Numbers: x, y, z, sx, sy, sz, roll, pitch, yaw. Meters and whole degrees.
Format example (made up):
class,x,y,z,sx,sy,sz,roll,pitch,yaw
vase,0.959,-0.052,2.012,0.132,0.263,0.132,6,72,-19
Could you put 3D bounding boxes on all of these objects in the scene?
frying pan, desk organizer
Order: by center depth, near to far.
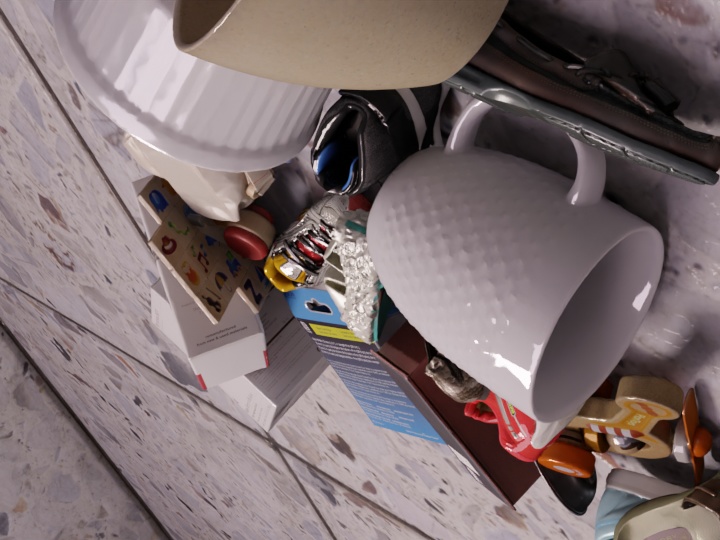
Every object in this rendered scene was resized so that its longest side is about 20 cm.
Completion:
class,x,y,z,sx,sy,sz,roll,pitch,yaw
frying pan,0.165,0.125,1.018,0.114,0.031,0.192,27,-140,-54
desk organizer,0.104,0.125,1.071,0.201,0.077,0.072,52,169,-29

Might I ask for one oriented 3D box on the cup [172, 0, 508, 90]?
class,x,y,z,sx,sy,sz,roll,pitch,yaw
cup,0.004,-0.180,0.629,0.142,0.203,0.199,25,166,-25

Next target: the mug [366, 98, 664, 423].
class,x,y,z,sx,sy,sz,roll,pitch,yaw
mug,0.100,-0.028,0.772,0.174,0.147,0.203,34,126,31

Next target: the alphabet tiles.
class,x,y,z,sx,sy,sz,roll,pitch,yaw
alphabet tiles,-0.143,-0.037,1.122,0.007,0.201,0.168,-28,110,25

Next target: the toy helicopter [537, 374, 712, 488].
class,x,y,z,sx,sy,sz,roll,pitch,yaw
toy helicopter,0.214,0.117,0.868,0.130,0.080,0.200,17,164,8

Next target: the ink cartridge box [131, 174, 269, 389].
class,x,y,z,sx,sy,sz,roll,pitch,yaw
ink cartridge box,-0.168,0.006,1.208,0.147,0.082,0.203,96,154,-72

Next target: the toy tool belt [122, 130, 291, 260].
class,x,y,z,sx,sy,sz,roll,pitch,yaw
toy tool belt,-0.116,-0.114,1.038,0.123,0.124,0.200,11,153,35

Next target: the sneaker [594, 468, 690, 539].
class,x,y,z,sx,sy,sz,roll,pitch,yaw
sneaker,0.273,0.225,0.925,0.073,0.083,0.199,30,167,-32

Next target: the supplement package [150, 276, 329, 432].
class,x,y,z,sx,sy,sz,roll,pitch,yaw
supplement package,-0.137,0.067,1.335,0.200,0.120,0.122,42,158,8

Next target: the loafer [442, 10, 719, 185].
class,x,y,z,sx,sy,sz,roll,pitch,yaw
loafer,0.125,-0.112,0.666,0.198,0.064,0.072,28,-171,30

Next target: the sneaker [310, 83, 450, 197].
class,x,y,z,sx,sy,sz,roll,pitch,yaw
sneaker,0.009,-0.082,0.847,0.073,0.112,0.201,36,156,21

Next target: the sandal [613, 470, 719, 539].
class,x,y,z,sx,sy,sz,roll,pitch,yaw
sandal,0.265,0.189,0.842,0.201,0.057,0.081,-41,73,38

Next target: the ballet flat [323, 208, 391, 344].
class,x,y,z,sx,sy,sz,roll,pitch,yaw
ballet flat,0.000,0.000,0.984,0.071,0.072,0.201,39,159,14

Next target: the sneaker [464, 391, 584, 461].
class,x,y,z,sx,sy,sz,roll,pitch,yaw
sneaker,0.105,0.075,0.900,0.076,0.086,0.201,22,-161,-21

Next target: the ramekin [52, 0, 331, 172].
class,x,y,z,sx,sy,sz,roll,pitch,yaw
ramekin,-0.095,-0.174,0.762,0.200,0.200,0.098,44,133,2

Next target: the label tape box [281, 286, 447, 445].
class,x,y,z,sx,sy,sz,roll,pitch,yaw
label tape box,0.017,0.077,1.163,0.143,0.066,0.201,4,132,58

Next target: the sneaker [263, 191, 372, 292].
class,x,y,z,sx,sy,sz,roll,pitch,yaw
sneaker,-0.034,-0.022,1.060,0.078,0.082,0.200,46,156,-3

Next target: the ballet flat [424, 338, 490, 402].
class,x,y,z,sx,sy,sz,roll,pitch,yaw
ballet flat,0.057,0.023,0.898,0.202,0.046,0.068,-104,17,-44
